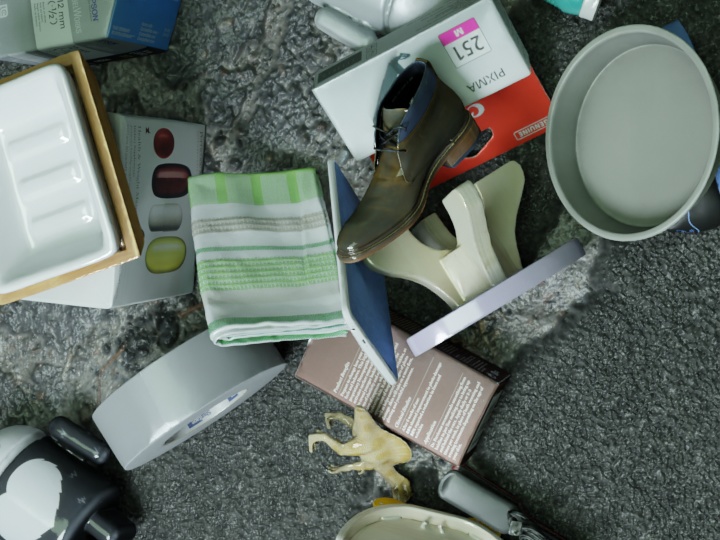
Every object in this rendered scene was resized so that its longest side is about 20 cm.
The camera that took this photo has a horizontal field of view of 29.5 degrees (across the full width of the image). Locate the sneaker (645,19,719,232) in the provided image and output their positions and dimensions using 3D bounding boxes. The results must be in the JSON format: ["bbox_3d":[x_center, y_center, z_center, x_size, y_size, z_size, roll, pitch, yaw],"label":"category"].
[{"bbox_3d":[0.304,-0.135,1.312,0.077,0.070,0.202,-16,88,13],"label":"sneaker"}]

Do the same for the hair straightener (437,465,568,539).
[{"bbox_3d":[0.162,0.268,1.377,0.199,0.077,0.041,37,101,12],"label":"hair straightener"}]

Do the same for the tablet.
[{"bbox_3d":[0.000,0.000,1.339,0.014,0.130,0.202,-18,49,13],"label":"tablet"}]

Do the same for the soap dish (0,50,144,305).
[{"bbox_3d":[-0.296,-0.086,1.292,0.156,0.081,0.202,-18,88,17],"label":"soap dish"}]

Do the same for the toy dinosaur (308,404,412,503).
[{"bbox_3d":[0.003,0.172,1.402,0.100,0.201,0.059,5,52,24],"label":"toy dinosaur"}]

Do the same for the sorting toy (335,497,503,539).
[{"bbox_3d":[0.056,0.344,1.408,0.198,0.107,0.182,14,114,-1],"label":"sorting toy"}]

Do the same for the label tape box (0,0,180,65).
[{"bbox_3d":[-0.270,-0.263,1.449,0.198,0.143,0.067,-5,92,18],"label":"label tape box"}]

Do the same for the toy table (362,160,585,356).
[{"bbox_3d":[0.108,-0.015,1.337,0.199,0.184,0.118,-30,86,-26],"label":"toy table"}]

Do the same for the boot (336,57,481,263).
[{"bbox_3d":[0.025,-0.104,1.272,0.074,0.097,0.200,11,53,48],"label":"boot"}]

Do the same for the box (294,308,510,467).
[{"bbox_3d":[0.043,0.108,1.409,0.199,0.075,0.101,28,101,13],"label":"box"}]

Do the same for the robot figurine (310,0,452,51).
[{"bbox_3d":[0.020,-0.300,1.370,0.198,0.113,0.171,26,86,14],"label":"robot figurine"}]

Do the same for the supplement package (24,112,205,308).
[{"bbox_3d":[-0.272,-0.069,1.433,0.145,0.200,0.194,6,96,17],"label":"supplement package"}]

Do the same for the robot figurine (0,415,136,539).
[{"bbox_3d":[-0.348,0.258,1.514,0.199,0.150,0.125,33,142,13],"label":"robot figurine"}]

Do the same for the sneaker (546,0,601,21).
[{"bbox_3d":[0.199,-0.356,1.330,0.119,0.084,0.202,15,99,7],"label":"sneaker"}]

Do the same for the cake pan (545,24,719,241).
[{"bbox_3d":[0.262,-0.129,1.290,0.199,0.036,0.203,1,91,48],"label":"cake pan"}]

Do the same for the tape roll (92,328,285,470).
[{"bbox_3d":[-0.176,0.125,1.413,0.199,0.200,0.067,-36,84,16],"label":"tape roll"}]

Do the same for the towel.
[{"bbox_3d":[-0.094,-0.020,1.385,0.147,0.031,0.202,-3,58,-16],"label":"towel"}]

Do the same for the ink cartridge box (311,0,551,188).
[{"bbox_3d":[0.079,-0.162,1.351,0.198,0.044,0.174,-25,118,17],"label":"ink cartridge box"}]
